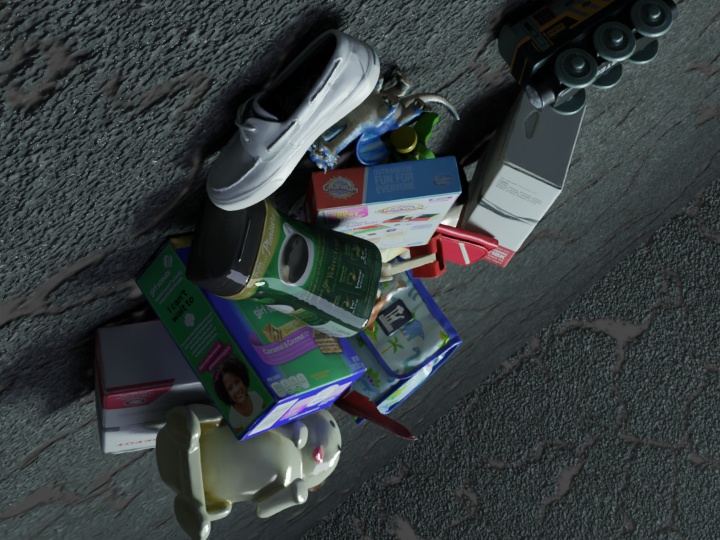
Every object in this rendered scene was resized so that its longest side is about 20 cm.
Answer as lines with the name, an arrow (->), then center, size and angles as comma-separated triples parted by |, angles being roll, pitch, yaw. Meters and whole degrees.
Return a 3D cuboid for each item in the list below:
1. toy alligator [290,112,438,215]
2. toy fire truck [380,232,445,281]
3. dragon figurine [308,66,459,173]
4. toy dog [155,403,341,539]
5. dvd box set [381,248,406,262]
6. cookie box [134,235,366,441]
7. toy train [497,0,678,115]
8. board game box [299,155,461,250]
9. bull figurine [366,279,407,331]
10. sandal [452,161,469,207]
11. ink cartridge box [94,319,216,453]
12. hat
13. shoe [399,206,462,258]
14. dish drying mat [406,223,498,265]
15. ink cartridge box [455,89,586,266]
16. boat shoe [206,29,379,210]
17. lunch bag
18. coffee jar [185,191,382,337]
toy alligator -> 0.017, -0.102, 1.397 | 0.199, 0.054, 0.059 | -35, 165, -7
toy fire truck -> 0.000, 0.000, 1.465 | 0.139, 0.049, 0.199 | -2, -169, 31
dragon figurine -> 0.013, -0.146, 1.243 | 0.099, 0.059, 0.199 | -45, 163, 29
toy dog -> -0.112, 0.204, 1.372 | 0.198, 0.142, 0.193 | -7, 176, -25
dvd box set -> 0.007, -0.032, 1.644 | 0.199, 0.030, 0.147 | -31, 164, -21
cookie box -> -0.112, 0.057, 1.299 | 0.075, 0.201, 0.170 | -44, 164, 28
toy train -> 0.242, -0.253, 1.340 | 0.199, 0.114, 0.085 | -34, 165, -13
board game box -> 0.015, -0.064, 1.346 | 0.151, 0.041, 0.200 | -7, 167, -10
bull figurine -> -0.015, 0.044, 1.639 | 0.122, 0.065, 0.199 | -47, 163, 32
sandal -> 0.080, -0.098, 1.542 | 0.042, 0.077, 0.200 | -12, 176, 25
ink cartridge box -> -0.223, 0.129, 1.408 | 0.144, 0.086, 0.201 | -7, 155, -15
hat -> -0.069, 0.165, 1.522 | 0.164, 0.178, 0.200 | -6, 157, -29
shoe -> 0.138, -0.073, 1.774 | 0.199, 0.054, 0.070 | -36, 166, -5
dish drying mat -> 0.072, -0.042, 1.555 | 0.198, 0.018, 0.077 | 14, 156, -30
ink cartridge box -> 0.197, -0.122, 1.583 | 0.200, 0.083, 0.146 | 117, -5, -59
boat shoe -> -0.072, -0.131, 1.090 | 0.199, 0.073, 0.068 | -36, 145, 22
lunch bag -> 0.032, 0.095, 1.816 | 0.200, 0.171, 0.127 | -43, 165, 25
coffee jar -> -0.076, -0.007, 1.240 | 0.199, 0.106, 0.085 | 22, 166, -39
